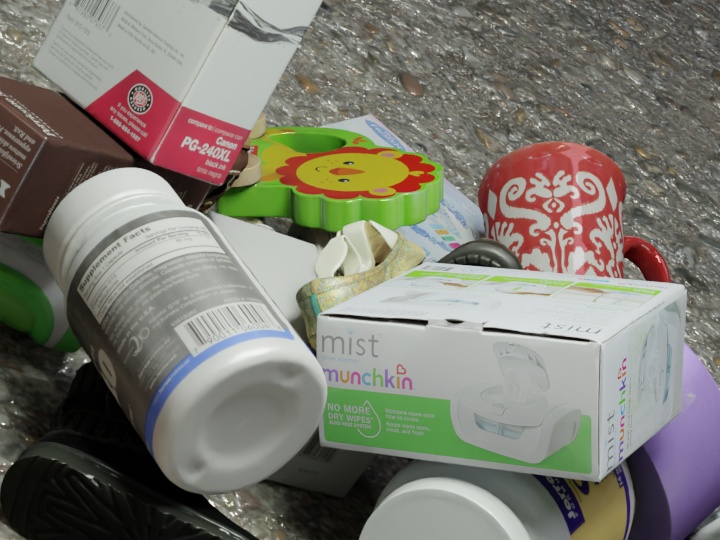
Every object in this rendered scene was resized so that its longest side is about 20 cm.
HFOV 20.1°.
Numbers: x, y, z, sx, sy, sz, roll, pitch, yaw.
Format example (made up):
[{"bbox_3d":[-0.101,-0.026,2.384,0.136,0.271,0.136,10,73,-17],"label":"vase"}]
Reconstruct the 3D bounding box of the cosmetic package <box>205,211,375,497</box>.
[{"bbox_3d":[-0.061,0.058,1.474,0.107,0.085,0.201,18,29,-34],"label":"cosmetic package"}]

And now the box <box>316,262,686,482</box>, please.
[{"bbox_3d":[0.096,0.060,1.348,0.198,0.098,0.176,5,14,25],"label":"box"}]

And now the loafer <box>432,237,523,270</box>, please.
[{"bbox_3d":[0.065,0.038,1.521,0.073,0.200,0.071,38,44,2],"label":"loafer"}]

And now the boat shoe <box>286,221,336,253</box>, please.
[{"bbox_3d":[-0.020,0.003,1.639,0.071,0.070,0.201,22,24,-13],"label":"boat shoe"}]

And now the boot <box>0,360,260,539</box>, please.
[{"bbox_3d":[-0.110,0.141,1.271,0.210,0.080,0.158,35,25,0],"label":"boot"}]

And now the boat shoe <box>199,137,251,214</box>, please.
[{"bbox_3d":[-0.129,-0.071,1.518,0.070,0.071,0.200,7,-1,-16],"label":"boat shoe"}]

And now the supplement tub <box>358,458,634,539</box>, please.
[{"bbox_3d":[0.092,0.178,1.381,0.145,0.146,0.200,40,25,12],"label":"supplement tub"}]

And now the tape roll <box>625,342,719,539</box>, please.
[{"bbox_3d":[0.181,0.119,1.518,0.085,0.201,0.200,-36,69,-29],"label":"tape roll"}]

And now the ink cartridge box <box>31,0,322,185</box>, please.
[{"bbox_3d":[-0.111,-0.183,1.360,0.145,0.201,0.083,38,13,36],"label":"ink cartridge box"}]

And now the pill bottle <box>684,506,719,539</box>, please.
[{"bbox_3d":[0.269,0.168,1.667,0.106,0.107,0.201,19,29,-30],"label":"pill bottle"}]

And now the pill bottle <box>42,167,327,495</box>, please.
[{"bbox_3d":[-0.114,0.032,1.246,0.113,0.114,0.200,10,30,-42],"label":"pill bottle"}]

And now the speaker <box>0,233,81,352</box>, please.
[{"bbox_3d":[-0.263,-0.022,1.363,0.199,0.089,0.089,29,25,-14],"label":"speaker"}]

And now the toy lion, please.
[{"bbox_3d":[-0.029,-0.076,1.648,0.190,0.069,0.200,-1,21,-1],"label":"toy lion"}]

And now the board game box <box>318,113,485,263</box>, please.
[{"bbox_3d":[0.028,-0.055,1.836,0.200,0.044,0.199,42,26,14],"label":"board game box"}]

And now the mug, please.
[{"bbox_3d":[0.191,0.007,1.761,0.176,0.134,0.201,2,50,-1],"label":"mug"}]

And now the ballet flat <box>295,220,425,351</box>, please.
[{"bbox_3d":[0.000,0.000,1.469,0.070,0.071,0.200,35,24,2],"label":"ballet flat"}]

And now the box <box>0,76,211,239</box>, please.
[{"bbox_3d":[-0.197,-0.070,1.347,0.100,0.075,0.200,36,14,25],"label":"box"}]
